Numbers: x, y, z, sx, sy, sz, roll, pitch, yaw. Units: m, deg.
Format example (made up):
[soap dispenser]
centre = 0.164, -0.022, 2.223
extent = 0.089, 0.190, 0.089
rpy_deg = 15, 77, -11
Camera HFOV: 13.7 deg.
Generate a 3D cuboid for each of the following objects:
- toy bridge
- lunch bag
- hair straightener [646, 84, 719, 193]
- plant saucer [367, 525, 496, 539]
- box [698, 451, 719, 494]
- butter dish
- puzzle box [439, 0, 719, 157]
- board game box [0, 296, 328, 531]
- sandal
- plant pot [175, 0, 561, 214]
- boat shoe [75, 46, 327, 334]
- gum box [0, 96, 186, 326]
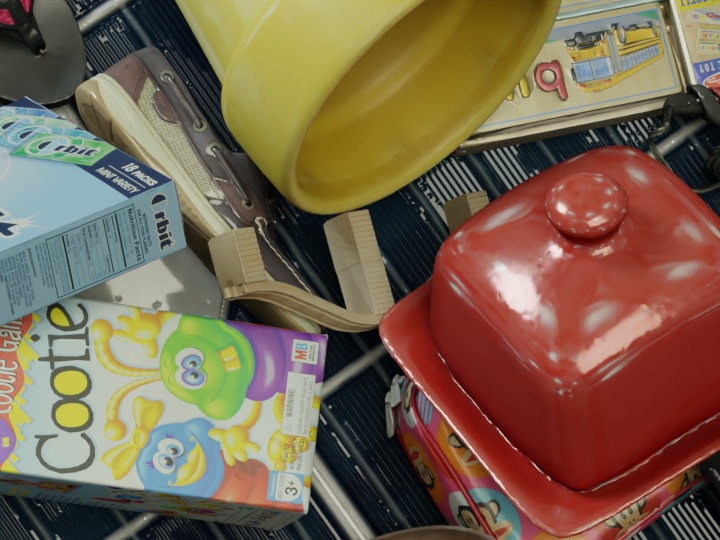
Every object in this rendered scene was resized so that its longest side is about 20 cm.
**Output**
[toy bridge]
centre = 0.000, 0.000, 1.706
extent = 0.200, 0.027, 0.067
rpy_deg = -10, 82, -40
[lunch bag]
centre = 0.121, 0.071, 1.732
extent = 0.200, 0.082, 0.176
rpy_deg = -31, 87, -15
[hair straightener]
centre = 0.261, -0.076, 1.798
extent = 0.200, 0.041, 0.077
rpy_deg = -4, 98, -23
[plant saucer]
centre = 0.002, 0.217, 1.637
extent = 0.200, 0.200, 0.035
rpy_deg = -37, 115, -15
[box]
centre = 0.288, 0.066, 1.700
extent = 0.132, 0.115, 0.200
rpy_deg = 53, 48, -33
[butter dish]
centre = 0.127, 0.007, 1.615
extent = 0.200, 0.148, 0.200
rpy_deg = -30, 52, -14
[puzzle box]
centre = 0.134, -0.151, 1.805
extent = 0.200, 0.025, 0.133
rpy_deg = -13, 83, -14
[board game box]
centre = -0.129, 0.077, 1.668
extent = 0.200, 0.105, 0.103
rpy_deg = 8, 78, -11
[sandal]
centre = -0.221, -0.183, 1.727
extent = 0.075, 0.045, 0.200
rpy_deg = -25, 86, -15
[plant pot]
centre = -0.020, -0.165, 1.695
extent = 0.201, 0.201, 0.189
rpy_deg = -36, 67, -15
[boat shoe]
centre = -0.079, -0.045, 1.719
extent = 0.065, 0.072, 0.200
rpy_deg = -41, 87, -14
[gum box]
centre = -0.223, -0.021, 1.618
extent = 0.200, 0.170, 0.045
rpy_deg = -23, 120, -27
